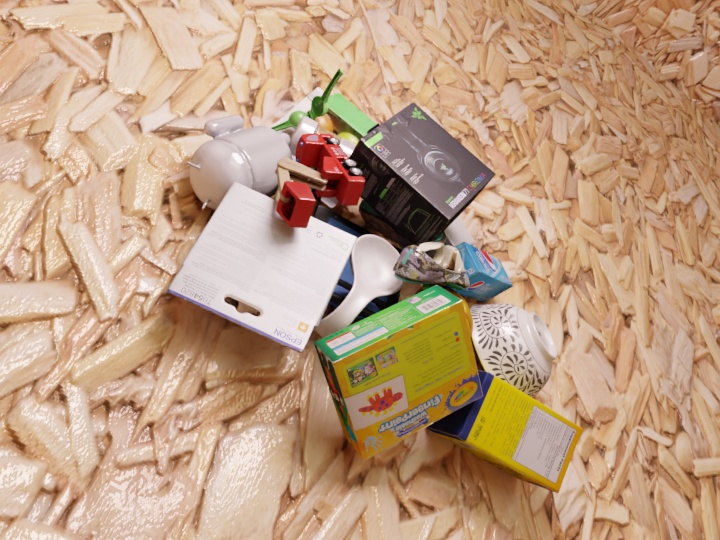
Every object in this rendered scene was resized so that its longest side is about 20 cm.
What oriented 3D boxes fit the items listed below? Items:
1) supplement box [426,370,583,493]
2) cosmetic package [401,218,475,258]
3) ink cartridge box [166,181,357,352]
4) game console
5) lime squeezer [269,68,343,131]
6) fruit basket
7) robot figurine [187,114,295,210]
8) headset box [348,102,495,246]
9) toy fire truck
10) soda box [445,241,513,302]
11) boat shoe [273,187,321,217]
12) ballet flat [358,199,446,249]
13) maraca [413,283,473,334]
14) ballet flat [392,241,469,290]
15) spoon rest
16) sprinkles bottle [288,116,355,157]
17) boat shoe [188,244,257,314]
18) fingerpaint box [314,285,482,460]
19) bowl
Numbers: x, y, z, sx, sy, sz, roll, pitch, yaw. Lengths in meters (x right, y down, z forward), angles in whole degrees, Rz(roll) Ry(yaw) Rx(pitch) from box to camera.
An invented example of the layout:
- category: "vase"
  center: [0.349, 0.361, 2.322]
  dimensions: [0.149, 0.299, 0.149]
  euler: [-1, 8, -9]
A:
- category: "supplement box"
  center: [0.224, 0.247, 1.060]
  dimensions: [0.200, 0.110, 0.109]
  euler: [32, 75, -16]
- category: "cosmetic package"
  center: [0.111, -0.100, 1.265]
  dimensions: [0.071, 0.101, 0.200]
  euler: [-20, 74, -46]
- category: "ink cartridge box"
  center: [-0.130, -0.003, 0.929]
  dimensions: [0.199, 0.041, 0.200]
  euler: [25, 59, 0]
- category: "game console"
  center: [0.000, 0.000, 1.079]
  dimensions: [0.200, 0.118, 0.171]
  euler: [27, 6, -20]
- category: "lime squeezer"
  center: [-0.098, -0.274, 1.178]
  dimensions: [0.038, 0.200, 0.071]
  euler: [59, 17, 0]
- category: "fruit basket"
  center: [-0.066, -0.226, 1.243]
  dimensions: [0.185, 0.094, 0.200]
  euler: [39, 63, 2]
- category: "robot figurine"
  center: [-0.185, -0.158, 1.060]
  dimensions: [0.200, 0.113, 0.170]
  euler: [-32, 101, -48]
- category: "headset box"
  center: [0.088, -0.159, 1.100]
  dimensions: [0.200, 0.093, 0.174]
  euler: [43, 48, 6]
- category: "toy fire truck"
  center: [-0.073, -0.140, 1.001]
  dimensions: [0.141, 0.049, 0.200]
  euler: [-1, 40, -29]
- category: "soda box"
  center: [0.209, 0.006, 1.237]
  dimensions: [0.200, 0.068, 0.064]
  euler: [16, 47, -60]
- category: "boat shoe"
  center: [-0.108, -0.064, 1.036]
  dimensions: [0.072, 0.066, 0.201]
  euler: [49, 53, -54]
- category: "ballet flat"
  center: [0.076, -0.070, 1.186]
  dimensions: [0.068, 0.067, 0.200]
  euler: [-32, 44, -24]
- category: "maraca"
  center: [0.128, 0.083, 1.102]
  dimensions: [0.200, 0.107, 0.137]
  euler: [31, 36, -81]
- category: "ballet flat"
  center: [0.124, -0.008, 1.054]
  dimensions: [0.200, 0.072, 0.072]
  euler: [9, 52, -56]
- category: "spoon rest"
  center: [0.006, 0.021, 0.987]
  dimensions: [0.099, 0.061, 0.200]
  euler: [42, 50, -8]
- category: "sprinkles bottle"
  center: [-0.025, -0.187, 1.162]
  dimensions: [0.200, 0.068, 0.068]
  euler: [28, 45, -12]
- category: "boat shoe"
  center: [-0.161, 0.034, 0.970]
  dimensions: [0.200, 0.071, 0.069]
  euler: [25, 48, -9]
- category: "fingerpaint box"
  center: [0.056, 0.139, 0.942]
  dimensions: [0.200, 0.073, 0.167]
  euler: [-25, 116, -17]
- category: "bowl"
  center: [0.280, 0.131, 1.185]
  dimensions: [0.201, 0.094, 0.201]
  euler: [43, 30, -32]
